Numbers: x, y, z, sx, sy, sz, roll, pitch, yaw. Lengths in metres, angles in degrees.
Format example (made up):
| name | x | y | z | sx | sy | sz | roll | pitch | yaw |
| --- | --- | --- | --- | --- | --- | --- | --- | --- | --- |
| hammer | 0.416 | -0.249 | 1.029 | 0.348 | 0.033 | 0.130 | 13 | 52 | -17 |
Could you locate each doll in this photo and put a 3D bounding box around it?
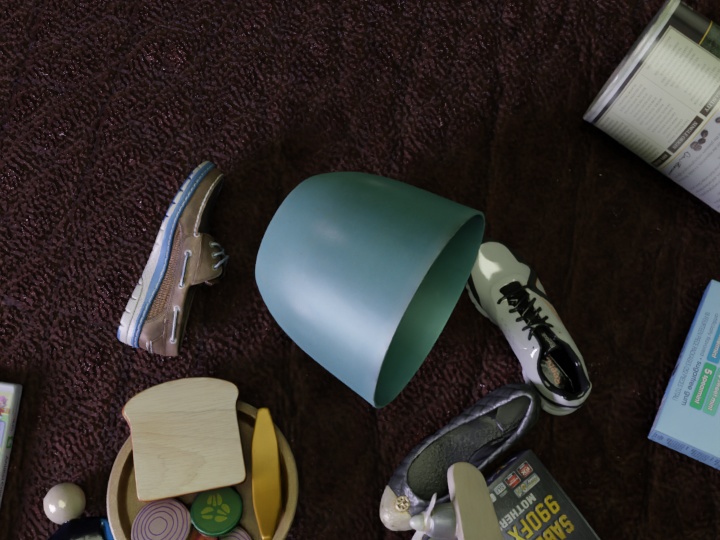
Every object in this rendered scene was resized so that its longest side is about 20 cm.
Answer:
| name | x | y | z | sx | sy | sz | roll | pitch | yaw |
| --- | --- | --- | --- | --- | --- | --- | --- | --- | --- |
| doll | -0.266 | 0.305 | 0.781 | 0.135 | 0.048 | 0.202 | -17 | 83 | -5 |

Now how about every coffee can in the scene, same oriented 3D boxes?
| name | x | y | z | sx | sy | sz | roll | pitch | yaw |
| --- | --- | --- | --- | --- | --- | --- | --- | --- | --- |
| coffee can | 0.347 | -0.156 | 0.811 | 0.199 | 0.146 | 0.147 | 36 | 82 | 4 |

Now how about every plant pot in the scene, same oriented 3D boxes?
| name | x | y | z | sx | sy | sz | roll | pitch | yaw |
| --- | --- | --- | --- | --- | --- | --- | --- | --- | --- |
| plant pot | 0.000 | 0.000 | 0.764 | 0.160 | 0.201 | 0.202 | 29 | 82 | 17 |

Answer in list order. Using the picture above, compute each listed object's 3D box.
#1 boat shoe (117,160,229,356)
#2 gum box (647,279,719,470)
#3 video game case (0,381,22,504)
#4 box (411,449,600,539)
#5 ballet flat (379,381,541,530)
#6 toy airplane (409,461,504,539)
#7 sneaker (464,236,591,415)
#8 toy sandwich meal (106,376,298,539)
| name | x | y | z | sx | sy | sz | roll | pitch | yaw |
| --- | --- | --- | --- | --- | --- | --- | --- | --- | --- |
| boat shoe | -0.173 | -0.009 | 0.824 | 0.072 | 0.072 | 0.202 | 23 | 92 | -2 |
| gum box | 0.408 | 0.125 | 0.787 | 0.199 | 0.045 | 0.171 | 24 | 74 | 18 |
| video game case | -0.452 | 0.192 | 0.808 | 0.198 | 0.022 | 0.184 | 7 | 82 | 1 |
| box | 0.132 | 0.296 | 0.776 | 0.199 | 0.048 | 0.159 | -35 | 83 | -14 |
| ballet flat | 0.093 | 0.178 | 0.795 | 0.200 | 0.057 | 0.067 | -43 | 70 | 0 |
| toy airplane | 0.105 | 0.295 | 0.692 | 0.199 | 0.141 | 0.200 | 49 | 39 | -6 |
| sneaker | 0.172 | 0.050 | 0.812 | 0.073 | 0.080 | 0.201 | -32 | 82 | -4 |
| toy sandwich meal | -0.151 | 0.197 | 0.770 | 0.203 | 0.070 | 0.207 | 1 | 66 | -2 |
